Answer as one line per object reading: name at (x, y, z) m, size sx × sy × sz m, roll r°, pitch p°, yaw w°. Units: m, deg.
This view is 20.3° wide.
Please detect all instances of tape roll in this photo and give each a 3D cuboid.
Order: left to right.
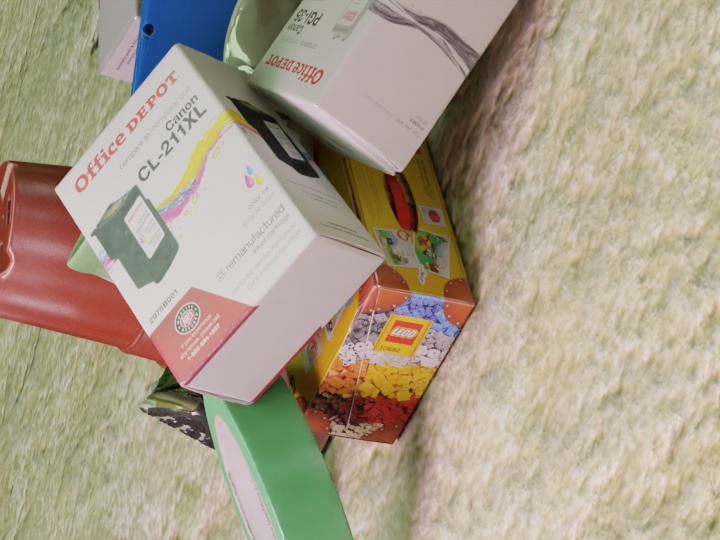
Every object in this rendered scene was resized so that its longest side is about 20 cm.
tape roll at (-0.055, 0.164, 1.429) m, size 0.200 × 0.048 × 0.201 m, roll 159°, pitch 90°, yaw -77°

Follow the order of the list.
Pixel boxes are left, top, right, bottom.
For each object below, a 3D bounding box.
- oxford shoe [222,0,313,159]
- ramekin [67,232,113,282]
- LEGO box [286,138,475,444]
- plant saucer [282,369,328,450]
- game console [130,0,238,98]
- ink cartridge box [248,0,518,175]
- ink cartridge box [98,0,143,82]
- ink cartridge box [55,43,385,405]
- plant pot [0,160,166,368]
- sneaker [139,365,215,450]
oxford shoe at (-0.062, -0.112, 1.446) m, size 0.058 × 0.075 × 0.200 m, roll 164°, pitch 110°, yaw -73°
ramekin at (-0.157, -0.067, 1.698) m, size 0.200 × 0.098 × 0.200 m, roll -57°, pitch 10°, yaw 16°
LEGO box at (0.000, 0.000, 1.447) m, size 0.200 × 0.077 × 0.149 m, roll -104°, pitch 32°, yaw -45°
plant saucer at (-0.067, 0.068, 1.619) m, size 0.200 × 0.051 × 0.201 m, roll -171°, pitch 90°, yaw -69°
game console at (-0.079, -0.176, 1.551) m, size 0.118 × 0.171 × 0.200 m, roll 0°, pitch 75°, yaw 24°
ink cartridge box at (0.028, -0.176, 1.357) m, size 0.200 × 0.083 × 0.146 m, roll -55°, pitch 24°, yaw -3°
ink cartridge box at (-0.107, -0.215, 1.639) m, size 0.083 × 0.200 × 0.147 m, roll -48°, pitch 39°, yaw 48°
ink cartridge box at (-0.100, -0.033, 1.365) m, size 0.146 × 0.083 × 0.200 m, roll -48°, pitch 56°, yaw 17°
plant pot at (-0.261, -0.017, 1.932) m, size 0.201 × 0.195 × 0.201 m, roll -170°, pitch 90°, yaw -68°
sneaker at (-0.142, 0.095, 1.742) m, size 0.089 × 0.077 × 0.200 m, roll -63°, pitch 12°, yaw 0°
